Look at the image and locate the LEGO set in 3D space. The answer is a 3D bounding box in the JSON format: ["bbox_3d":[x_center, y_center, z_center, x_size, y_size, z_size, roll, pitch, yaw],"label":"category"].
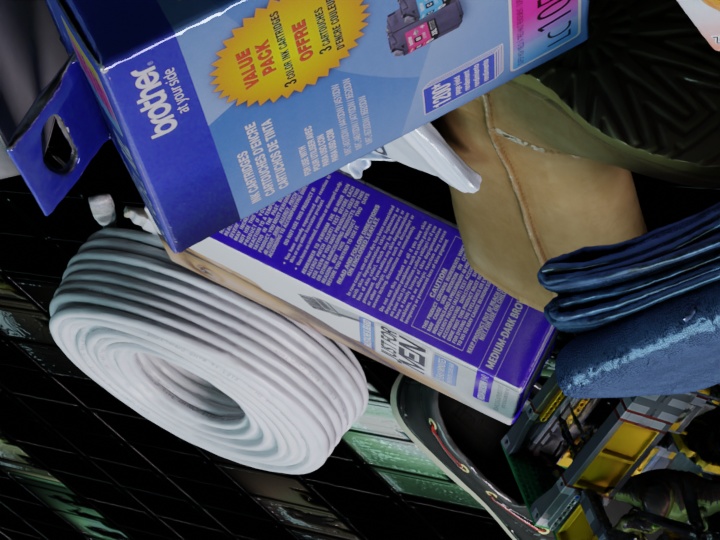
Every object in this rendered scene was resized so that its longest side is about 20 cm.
[{"bbox_3d":[0.162,0.102,0.951,0.153,0.200,0.116,22,120,-22],"label":"LEGO set"}]

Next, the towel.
[{"bbox_3d":[0.166,-0.009,0.698,0.199,0.049,0.111,-25,162,35],"label":"towel"}]

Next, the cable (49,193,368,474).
[{"bbox_3d":[-0.092,0.050,1.233,0.199,0.069,0.200,28,158,2],"label":"cable"}]

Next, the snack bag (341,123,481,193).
[{"bbox_3d":[-0.051,-0.101,0.847,0.189,0.021,0.200,45,170,-33],"label":"snack bag"}]

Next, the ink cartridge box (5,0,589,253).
[{"bbox_3d":[-0.027,-0.090,0.667,0.077,0.199,0.137,61,174,24],"label":"ink cartridge box"}]

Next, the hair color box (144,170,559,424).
[{"bbox_3d":[0.000,0.000,1.003,0.199,0.065,0.109,27,169,8],"label":"hair color box"}]

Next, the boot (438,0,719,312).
[{"bbox_3d":[0.101,-0.038,0.827,0.175,0.066,0.200,31,161,29],"label":"boot"}]

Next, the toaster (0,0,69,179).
[{"bbox_3d":[-0.200,-0.103,0.706,0.180,0.201,0.119,-12,130,13],"label":"toaster"}]

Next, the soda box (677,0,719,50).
[{"bbox_3d":[0.173,-0.110,0.576,0.199,0.064,0.068,2,146,46],"label":"soda box"}]

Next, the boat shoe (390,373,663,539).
[{"bbox_3d":[0.107,0.116,1.133,0.201,0.074,0.063,38,165,-12],"label":"boat shoe"}]
